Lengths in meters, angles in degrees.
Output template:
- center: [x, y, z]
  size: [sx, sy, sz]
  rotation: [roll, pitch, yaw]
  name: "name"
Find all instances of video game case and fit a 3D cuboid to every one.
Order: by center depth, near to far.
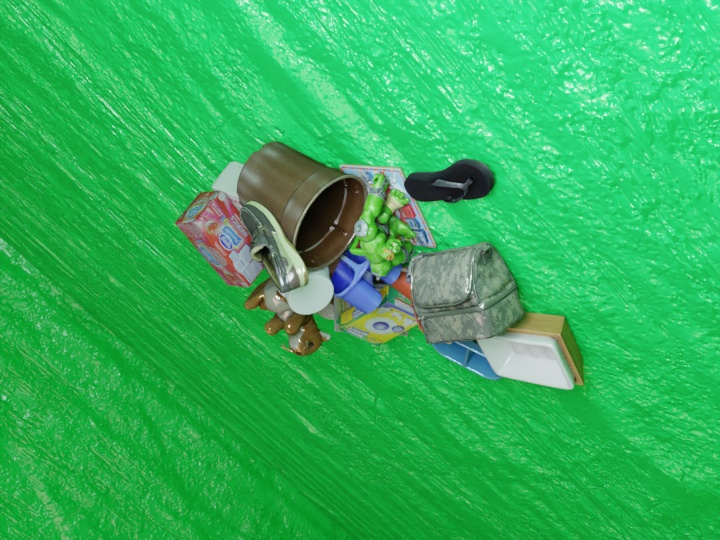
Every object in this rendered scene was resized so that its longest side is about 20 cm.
- center: [0.028, 0.089, 1.760]
  size: [0.178, 0.022, 0.201]
  rotation: [3, 148, 1]
  name: "video game case"

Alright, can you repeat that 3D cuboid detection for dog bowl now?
- center: [0.244, 0.175, 1.707]
  size: [0.197, 0.050, 0.112]
  rotation: [26, 150, 16]
  name: "dog bowl"

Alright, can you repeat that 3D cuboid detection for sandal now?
- center: [0.151, -0.142, 1.334]
  size: [0.198, 0.043, 0.076]
  rotation: [-7, 131, 51]
  name: "sandal"

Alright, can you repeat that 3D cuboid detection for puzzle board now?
- center: [0.053, -0.122, 1.498]
  size: [0.149, 0.018, 0.202]
  rotation: [9, 142, 39]
  name: "puzzle board"

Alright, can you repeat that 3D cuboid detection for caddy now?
- center: [0.000, 0.000, 1.582]
  size: [0.104, 0.143, 0.200]
  rotation: [35, 180, -15]
  name: "caddy"

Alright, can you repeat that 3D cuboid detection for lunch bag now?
- center: [0.191, 0.037, 1.472]
  size: [0.198, 0.138, 0.171]
  rotation: [-10, 101, 51]
  name: "lunch bag"

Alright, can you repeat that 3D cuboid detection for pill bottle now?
- center: [-0.129, -0.011, 1.571]
  size: [0.201, 0.113, 0.115]
  rotation: [60, 177, 47]
  name: "pill bottle"

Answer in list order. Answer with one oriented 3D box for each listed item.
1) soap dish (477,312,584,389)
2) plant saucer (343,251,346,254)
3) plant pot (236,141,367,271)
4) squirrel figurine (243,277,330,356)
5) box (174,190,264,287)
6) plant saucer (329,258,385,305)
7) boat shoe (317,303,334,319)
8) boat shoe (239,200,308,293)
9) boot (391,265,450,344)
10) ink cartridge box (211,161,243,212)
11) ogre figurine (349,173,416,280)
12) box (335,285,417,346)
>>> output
- center: [0.339, 0.152, 1.538]
  size: [0.197, 0.082, 0.158]
  rotation: [5, 140, 42]
  name: "soap dish"
- center: [-0.060, -0.038, 1.746]
  size: [0.069, 0.019, 0.202]
  rotation: [19, 148, 28]
  name: "plant saucer"
- center: [-0.120, -0.137, 1.482]
  size: [0.197, 0.200, 0.202]
  rotation: [36, 155, 29]
  name: "plant pot"
- center: [-0.137, 0.085, 1.732]
  size: [0.140, 0.201, 0.188]
  rotation: [-21, 115, 28]
  name: "squirrel figurine"
- center: [-0.298, -0.068, 1.692]
  size: [0.094, 0.100, 0.201]
  rotation: [3, 138, 47]
  name: "box"
- center: [-0.035, 0.038, 1.777]
  size: [0.196, 0.036, 0.202]
  rotation: [17, 146, 12]
  name: "plant saucer"
- center: [-0.096, 0.078, 1.935]
  size: [0.196, 0.075, 0.061]
  rotation: [6, -175, 31]
  name: "boat shoe"
- center: [-0.168, -0.043, 1.385]
  size: [0.202, 0.065, 0.072]
  rotation: [51, 147, 23]
  name: "boat shoe"
- center: [0.132, 0.070, 1.612]
  size: [0.198, 0.108, 0.075]
  rotation: [31, 154, 11]
  name: "boot"
- center: [-0.230, -0.128, 1.721]
  size: [0.145, 0.083, 0.202]
  rotation: [21, 149, 26]
  name: "ink cartridge box"
- center: [0.043, -0.068, 1.447]
  size: [0.097, 0.121, 0.201]
  rotation: [25, 151, 17]
  name: "ogre figurine"
- center: [0.041, 0.108, 1.725]
  size: [0.116, 0.049, 0.199]
  rotation: [24, 144, -29]
  name: "box"
